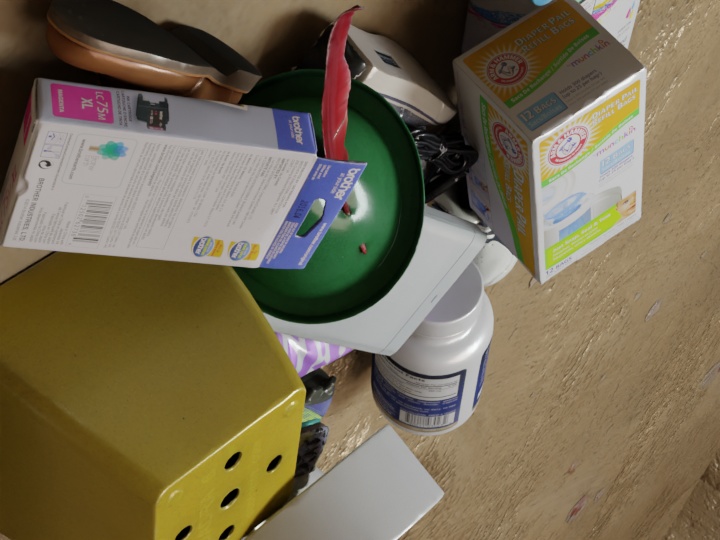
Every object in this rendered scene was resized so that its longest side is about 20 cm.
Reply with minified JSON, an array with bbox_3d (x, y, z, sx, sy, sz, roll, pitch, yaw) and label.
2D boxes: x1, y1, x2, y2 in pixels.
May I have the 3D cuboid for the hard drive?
[{"bbox_3d":[0.000,0.000,1.208,0.132,0.027,0.200,-51,146,17],"label":"hard drive"}]

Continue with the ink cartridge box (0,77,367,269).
[{"bbox_3d":[-0.109,-0.053,0.953,0.199,0.042,0.119,7,142,-21],"label":"ink cartridge box"}]

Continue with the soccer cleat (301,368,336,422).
[{"bbox_3d":[-0.096,0.133,1.356,0.200,0.065,0.084,-18,144,-52],"label":"soccer cleat"}]

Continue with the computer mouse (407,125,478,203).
[{"bbox_3d":[-0.004,-0.058,1.234,0.200,0.046,0.140,-39,160,27],"label":"computer mouse"}]

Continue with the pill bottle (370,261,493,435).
[{"bbox_3d":[0.067,0.064,1.480,0.111,0.111,0.200,-42,158,-24],"label":"pill bottle"}]

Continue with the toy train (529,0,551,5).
[{"bbox_3d":[0.134,-0.295,1.120,0.200,0.116,0.085,-57,156,10],"label":"toy train"}]

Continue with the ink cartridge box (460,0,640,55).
[{"bbox_3d":[0.163,-0.233,1.295,0.145,0.084,0.200,-37,152,-30],"label":"ink cartridge box"}]

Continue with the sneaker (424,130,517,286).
[{"bbox_3d":[0.097,-0.054,1.416,0.129,0.079,0.200,-33,149,-45],"label":"sneaker"}]

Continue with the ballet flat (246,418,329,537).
[{"bbox_3d":[-0.086,0.185,1.326,0.200,0.072,0.072,-31,175,41],"label":"ballet flat"}]

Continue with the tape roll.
[{"bbox_3d":[-0.034,0.204,1.191,0.202,0.071,0.202,-39,174,-5],"label":"tape roll"}]

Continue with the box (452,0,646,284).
[{"bbox_3d":[0.151,-0.101,1.247,0.112,0.101,0.200,-32,149,-13],"label":"box"}]

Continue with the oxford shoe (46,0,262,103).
[{"bbox_3d":[-0.130,-0.114,0.953,0.071,0.071,0.200,-52,158,12],"label":"oxford shoe"}]

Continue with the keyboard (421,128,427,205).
[{"bbox_3d":[0.035,-0.078,1.368,0.056,0.011,0.200,-43,154,-22],"label":"keyboard"}]

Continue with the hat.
[{"bbox_3d":[-0.054,-0.056,1.008,0.176,0.165,0.201,-21,108,-77],"label":"hat"}]

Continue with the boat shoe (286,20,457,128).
[{"bbox_3d":[-0.003,-0.124,1.183,0.093,0.075,0.200,-43,158,16],"label":"boat shoe"}]

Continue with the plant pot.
[{"bbox_3d":[-0.148,0.103,1.081,0.200,0.176,0.200,-36,151,-34],"label":"plant pot"}]

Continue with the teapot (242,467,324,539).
[{"bbox_3d":[-0.070,0.283,1.504,0.200,0.146,0.198,-18,138,-51],"label":"teapot"}]

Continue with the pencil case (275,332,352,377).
[{"bbox_3d":[-0.025,0.027,1.309,0.200,0.084,0.086,-32,164,-38],"label":"pencil case"}]
